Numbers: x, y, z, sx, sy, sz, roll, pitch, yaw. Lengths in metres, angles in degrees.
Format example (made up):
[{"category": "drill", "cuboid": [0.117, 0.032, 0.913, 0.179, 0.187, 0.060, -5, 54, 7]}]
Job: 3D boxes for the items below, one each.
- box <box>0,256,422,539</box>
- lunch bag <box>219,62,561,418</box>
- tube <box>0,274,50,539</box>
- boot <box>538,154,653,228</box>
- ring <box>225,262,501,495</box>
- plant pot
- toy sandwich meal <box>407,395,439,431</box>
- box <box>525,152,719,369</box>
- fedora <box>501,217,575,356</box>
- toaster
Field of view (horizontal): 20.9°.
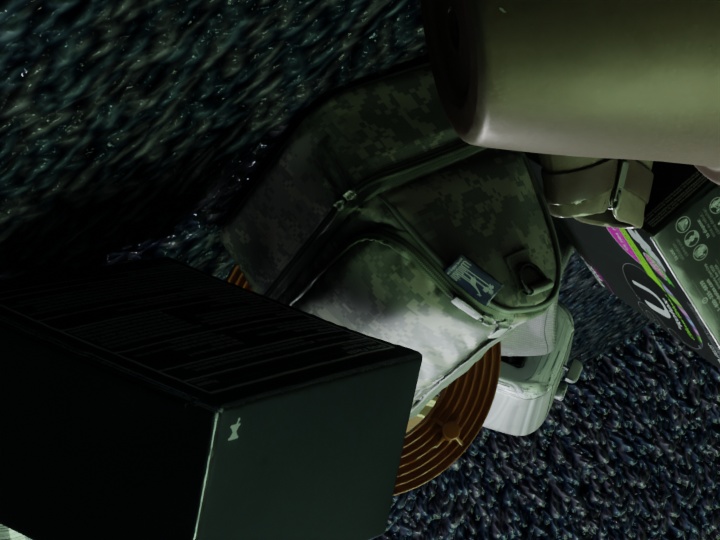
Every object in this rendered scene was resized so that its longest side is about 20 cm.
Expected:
[{"category": "box", "cuboid": [-0.105, 0.085, 1.102, 0.199, 0.197, 0.124, -10, 115, -55]}, {"category": "lunch bag", "cuboid": [0.025, -0.010, 1.192, 0.139, 0.168, 0.200, -23, 166, -35]}, {"category": "tube", "cuboid": [-0.216, 0.095, 1.176, 0.077, 0.050, 0.201, -30, 140, -36]}, {"category": "boot", "cuboid": [0.168, -0.100, 1.218, 0.070, 0.148, 0.199, 4, -176, 42]}, {"category": "ring", "cuboid": [-0.002, 0.053, 1.308, 0.199, 0.201, 0.019, -28, 178, -11]}, {"category": "plant pot", "cuboid": [0.124, -0.129, 0.950, 0.173, 0.202, 0.200, -10, 165, -10]}, {"category": "toy sandwich meal", "cuboid": [-0.002, 0.117, 1.705, 0.203, 0.071, 0.205, 1, 155, 0]}, {"category": "box", "cuboid": [0.221, -0.044, 1.337, 0.124, 0.149, 0.200, -40, -149, -5]}, {"category": "fedora", "cuboid": [0.113, 0.005, 1.472, 0.200, 0.090, 0.178, 78, 27, -75]}, {"category": "toaster", "cuboid": [0.099, 0.061, 1.745, 0.129, 0.199, 0.114, 106, 9, -69]}]
